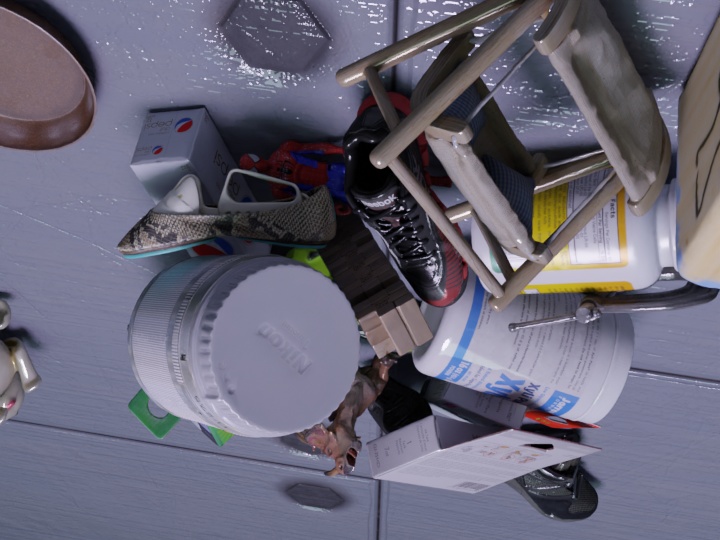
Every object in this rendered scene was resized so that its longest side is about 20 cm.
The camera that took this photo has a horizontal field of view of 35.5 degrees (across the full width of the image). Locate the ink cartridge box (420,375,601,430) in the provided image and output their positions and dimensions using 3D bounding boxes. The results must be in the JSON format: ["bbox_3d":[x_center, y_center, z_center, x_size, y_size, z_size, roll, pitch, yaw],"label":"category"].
[{"bbox_3d":[0.164,0.165,1.297,0.173,0.044,0.200,24,171,-2],"label":"ink cartridge box"}]

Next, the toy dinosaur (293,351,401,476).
[{"bbox_3d":[-0.019,0.144,1.255,0.086,0.136,0.200,22,-174,4],"label":"toy dinosaur"}]

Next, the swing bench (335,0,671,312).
[{"bbox_3d":[0.123,-0.111,0.848,0.200,0.130,0.199,-33,132,12],"label":"swing bench"}]

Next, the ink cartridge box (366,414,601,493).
[{"bbox_3d":[0.135,0.189,1.207,0.176,0.045,0.200,-26,152,30],"label":"ink cartridge box"}]

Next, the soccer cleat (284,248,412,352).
[{"bbox_3d":[-0.013,0.038,1.236,0.200,0.068,0.081,31,158,-26],"label":"soccer cleat"}]

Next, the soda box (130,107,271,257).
[{"bbox_3d":[-0.151,-0.067,1.113,0.063,0.068,0.200,-3,144,18],"label":"soda box"}]

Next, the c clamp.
[{"bbox_3d":[0.251,0.017,1.050,0.170,0.200,0.027,-6,98,31],"label":"c clamp"}]

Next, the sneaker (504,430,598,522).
[{"bbox_3d":[0.267,0.272,1.480,0.199,0.076,0.114,39,145,-27],"label":"sneaker"}]

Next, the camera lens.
[{"bbox_3d":[-0.110,0.065,1.023,0.160,0.160,0.200,31,164,-27],"label":"camera lens"}]

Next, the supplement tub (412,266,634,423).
[{"bbox_3d":[0.165,0.070,1.164,0.199,0.132,0.132,18,146,-9],"label":"supplement tub"}]

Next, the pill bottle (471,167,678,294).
[{"bbox_3d":[0.209,-0.037,1.007,0.199,0.113,0.113,-3,144,21],"label":"pill bottle"}]

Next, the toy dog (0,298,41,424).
[{"bbox_3d":[-0.514,0.132,1.465,0.193,0.140,0.200,15,149,20],"label":"toy dog"}]

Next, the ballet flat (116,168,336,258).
[{"bbox_3d":[-0.122,-0.055,1.019,0.199,0.068,0.076,-3,105,-2],"label":"ballet flat"}]

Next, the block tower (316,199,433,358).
[{"bbox_3d":[0.000,0.000,1.058,0.054,0.200,0.058,-29,128,-3],"label":"block tower"}]

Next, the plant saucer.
[{"bbox_3d":[-0.334,-0.185,1.027,0.200,0.035,0.200,8,147,5],"label":"plant saucer"}]

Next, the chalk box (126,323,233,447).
[{"bbox_3d":[-0.160,0.092,1.207,0.125,0.200,0.124,38,158,29],"label":"chalk box"}]

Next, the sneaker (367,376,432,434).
[{"bbox_3d":[0.054,0.179,1.349,0.104,0.060,0.200,51,173,-30],"label":"sneaker"}]

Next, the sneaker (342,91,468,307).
[{"bbox_3d":[0.035,-0.052,0.980,0.071,0.098,0.201,-13,105,27],"label":"sneaker"}]

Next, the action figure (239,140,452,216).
[{"bbox_3d":[-0.015,-0.084,1.053,0.199,0.066,0.052,10,-171,3],"label":"action figure"}]

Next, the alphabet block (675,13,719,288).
[{"bbox_3d":[0.347,-0.104,0.795,0.196,0.196,0.200,9,148,0],"label":"alphabet block"}]
